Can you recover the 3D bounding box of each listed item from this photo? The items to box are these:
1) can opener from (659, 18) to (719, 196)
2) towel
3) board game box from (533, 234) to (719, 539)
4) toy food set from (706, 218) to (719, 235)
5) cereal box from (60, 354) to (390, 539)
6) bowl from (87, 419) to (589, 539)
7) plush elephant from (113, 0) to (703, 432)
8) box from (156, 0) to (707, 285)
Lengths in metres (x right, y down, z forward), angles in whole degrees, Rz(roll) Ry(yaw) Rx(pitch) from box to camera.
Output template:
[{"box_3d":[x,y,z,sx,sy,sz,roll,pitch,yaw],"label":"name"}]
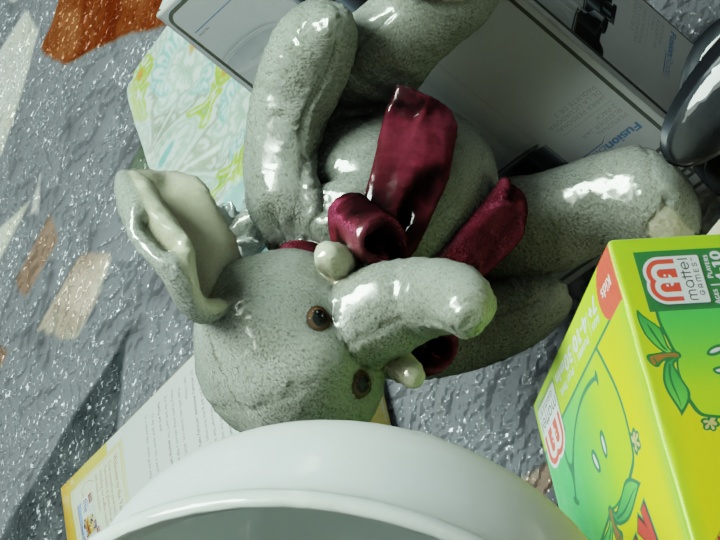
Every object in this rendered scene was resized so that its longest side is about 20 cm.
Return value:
[{"box_3d":[0.188,-0.103,0.779,0.200,0.063,0.079,-44,10,10],"label":"can opener"},{"box_3d":[-0.042,-0.111,1.104,0.200,0.048,0.172,-48,39,25],"label":"towel"},{"box_3d":[0.107,0.100,0.668,0.102,0.047,0.201,108,155,-55],"label":"board game box"},{"box_3d":[0.164,0.046,0.736,0.144,0.060,0.201,-54,33,37],"label":"toy food set"},{"box_3d":[-0.063,0.105,1.013,0.200,0.039,0.144,-43,41,30],"label":"cereal box"},{"box_3d":[0.001,0.112,0.674,0.201,0.201,0.091,-38,23,35],"label":"bowl"},{"box_3d":[0.000,0.000,0.767,0.199,0.165,0.155,-24,29,24],"label":"plush elephant"},{"box_3d":[0.036,-0.085,0.842,0.117,0.200,0.060,-36,26,35],"label":"box"}]
